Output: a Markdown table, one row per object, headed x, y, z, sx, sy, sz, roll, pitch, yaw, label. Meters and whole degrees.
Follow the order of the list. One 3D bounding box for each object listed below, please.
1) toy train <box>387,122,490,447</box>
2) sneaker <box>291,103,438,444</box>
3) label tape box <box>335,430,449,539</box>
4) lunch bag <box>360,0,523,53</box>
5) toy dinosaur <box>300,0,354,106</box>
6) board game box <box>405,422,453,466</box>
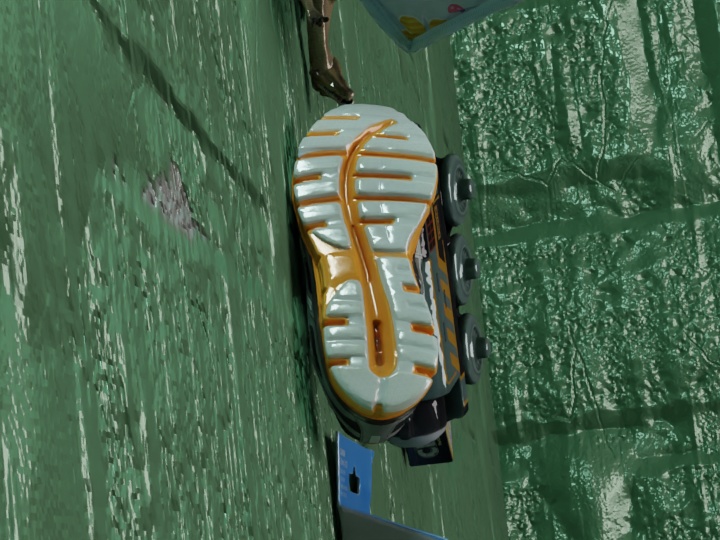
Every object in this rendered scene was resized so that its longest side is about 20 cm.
| x | y | z | sx | sy | sz | roll | pitch | yaw | label |
| --- | --- | --- | --- | --- | --- | --- | --- | --- | --- |
| 0.028 | 0.010 | 1.433 | 0.114 | 0.085 | 0.201 | -47 | 132 | -67 | toy train |
| 0.000 | 0.000 | 1.219 | 0.077 | 0.078 | 0.201 | 99 | -7 | -58 | sneaker |
| 0.032 | 0.192 | 1.285 | 0.143 | 0.066 | 0.202 | 54 | 31 | -79 | label tape box |
| 0.027 | -0.254 | 1.269 | 0.200 | 0.127 | 0.170 | 50 | 43 | -24 | lunch bag |
| -0.023 | -0.199 | 1.367 | 0.101 | 0.058 | 0.201 | 108 | -14 | -68 | toy dinosaur |
| 0.034 | 0.031 | 1.665 | 0.201 | 0.034 | 0.136 | 76 | 9 | -51 | board game box |
